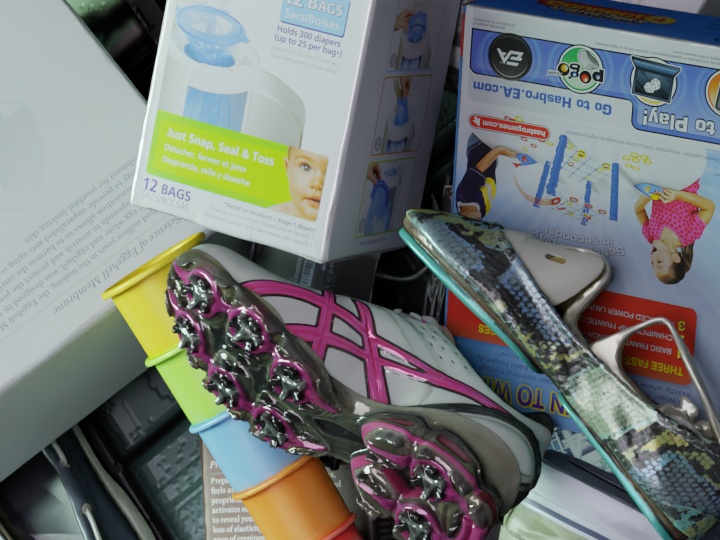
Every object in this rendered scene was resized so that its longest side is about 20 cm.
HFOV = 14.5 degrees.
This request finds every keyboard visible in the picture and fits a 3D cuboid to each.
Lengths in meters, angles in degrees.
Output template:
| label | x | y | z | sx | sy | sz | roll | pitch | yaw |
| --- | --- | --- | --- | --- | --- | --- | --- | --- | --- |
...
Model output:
| label | x | y | z | sx | sy | sz | roll | pitch | yaw |
| --- | --- | --- | --- | --- | --- | --- | --- | --- | --- |
| keyboard | 0.000 | 0.000 | 1.418 | 0.126 | 0.021 | 0.201 | 13 | 92 | 28 |

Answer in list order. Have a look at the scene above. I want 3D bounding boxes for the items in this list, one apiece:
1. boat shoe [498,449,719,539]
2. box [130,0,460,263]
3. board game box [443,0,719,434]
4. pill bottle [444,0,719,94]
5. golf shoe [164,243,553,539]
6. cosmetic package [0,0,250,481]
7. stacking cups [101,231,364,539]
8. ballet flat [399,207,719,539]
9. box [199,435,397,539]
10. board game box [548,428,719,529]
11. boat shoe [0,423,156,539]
| label | x | y | z | sx | sy | sz | roll | pitch | yaw |
| --- | --- | --- | --- | --- | --- | --- | --- | --- | --- |
| boat shoe | 0.151 | 0.151 | 1.330 | 0.199 | 0.072 | 0.062 | 28 | 104 | 33 |
| box | -0.023 | -0.117 | 1.345 | 0.112 | 0.101 | 0.201 | 17 | 102 | 24 |
| board game box | 0.141 | -0.019 | 1.314 | 0.199 | 0.056 | 0.197 | 12 | 110 | 25 |
| pill bottle | 0.085 | -0.134 | 1.411 | 0.199 | 0.113 | 0.114 | 22 | 96 | 23 |
| golf shoe | -0.003 | 0.049 | 1.331 | 0.200 | 0.092 | 0.073 | 37 | 138 | 13 |
| cosmetic package | -0.192 | -0.024 | 1.491 | 0.199 | 0.123 | 0.200 | -37 | 71 | -6 |
| stacking cups | -0.049 | 0.079 | 1.388 | 0.060 | 0.061 | 0.201 | -32 | 94 | 19 |
| ballet flat | 0.104 | 0.032 | 1.287 | 0.074 | 0.074 | 0.200 | -43 | 84 | 16 |
| box | -0.024 | 0.149 | 1.468 | 0.100 | 0.075 | 0.201 | -4 | 87 | 24 |
| board game box | 0.177 | 0.129 | 1.385 | 0.199 | 0.062 | 0.201 | -27 | 76 | 20 |
| boat shoe | -0.190 | 0.109 | 1.548 | 0.075 | 0.062 | 0.200 | -43 | 71 | 18 |
